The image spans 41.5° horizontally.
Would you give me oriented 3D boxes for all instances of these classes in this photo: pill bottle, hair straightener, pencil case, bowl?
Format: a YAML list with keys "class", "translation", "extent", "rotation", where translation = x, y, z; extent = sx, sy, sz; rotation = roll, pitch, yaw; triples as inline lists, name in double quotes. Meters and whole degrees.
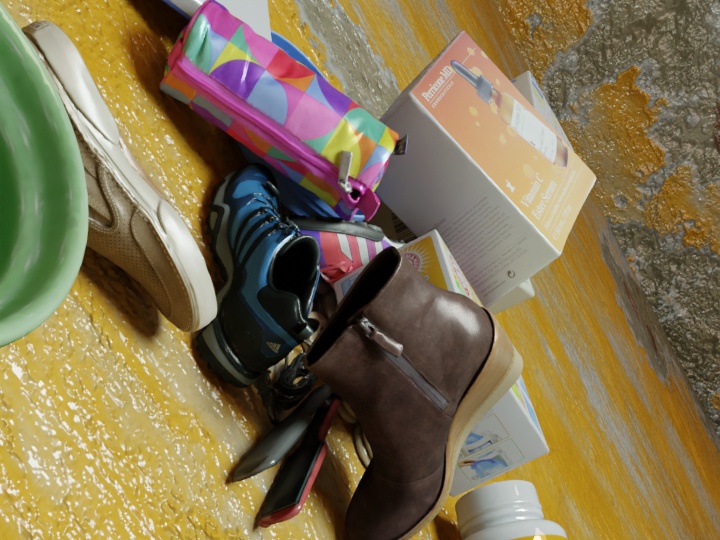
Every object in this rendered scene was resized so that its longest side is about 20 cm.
- class: "pill bottle"
  translation: [0.140, 0.291, 0.816]
  extent: [0.109, 0.108, 0.203]
  rotation: [36, 35, -51]
- class: "hair straightener"
  translation: [-0.044, 0.094, 0.684]
  extent: [0.078, 0.040, 0.200]
  rotation: [60, 27, -12]
- class: "pencil case"
  translation: [-0.060, -0.122, 0.740]
  extent: [0.198, 0.089, 0.089]
  rotation: [34, 28, -7]
- class: "bowl"
  translation: [-0.057, -0.128, 0.880]
  extent: [0.201, 0.039, 0.203]
  rotation: [45, 27, -31]

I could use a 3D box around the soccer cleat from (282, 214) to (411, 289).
- class: "soccer cleat"
  translation: [0.000, 0.000, 0.828]
  extent: [0.198, 0.067, 0.075]
  rotation: [18, 83, -52]

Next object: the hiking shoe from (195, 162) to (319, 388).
- class: "hiking shoe"
  translation: [-0.062, -0.009, 0.693]
  extent: [0.074, 0.086, 0.203]
  rotation: [45, 29, -40]

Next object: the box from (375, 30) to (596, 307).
- class: "box"
  translation: [0.110, -0.099, 0.913]
  extent: [0.200, 0.106, 0.153]
  rotation: [45, 43, -8]

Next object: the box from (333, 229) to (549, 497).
- class: "box"
  translation: [0.070, 0.083, 0.808]
  extent: [0.201, 0.100, 0.114]
  rotation: [53, 16, -42]

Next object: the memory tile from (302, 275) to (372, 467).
- class: "memory tile"
  translation: [-0.008, 0.065, 0.840]
  extent: [0.203, 0.017, 0.153]
  rotation: [62, 21, -7]

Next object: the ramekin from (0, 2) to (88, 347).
- class: "ramekin"
  translation: [-0.211, -0.045, 0.367]
  extent: [0.201, 0.096, 0.202]
  rotation: [49, 26, -34]

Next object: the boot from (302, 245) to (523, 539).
- class: "boot"
  translation: [0.013, 0.095, 0.663]
  extent: [0.165, 0.201, 0.072]
  rotation: [33, 5, -39]

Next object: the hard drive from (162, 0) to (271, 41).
- class: "hard drive"
  translation: [-0.156, -0.264, 0.779]
  extent: [0.199, 0.025, 0.134]
  rotation: [32, 35, -38]

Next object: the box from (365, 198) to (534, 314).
- class: "box"
  translation: [0.099, -0.030, 1.067]
  extent: [0.199, 0.107, 0.130]
  rotation: [30, 40, -56]

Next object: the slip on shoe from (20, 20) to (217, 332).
- class: "slip on shoe"
  translation: [-0.155, -0.041, 0.556]
  extent: [0.060, 0.075, 0.203]
  rotation: [-39, 117, -28]

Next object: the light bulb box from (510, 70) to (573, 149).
- class: "light bulb box"
  translation: [0.308, -0.222, 1.746]
  extent: [0.199, 0.123, 0.202]
  rotation: [53, 23, -25]
